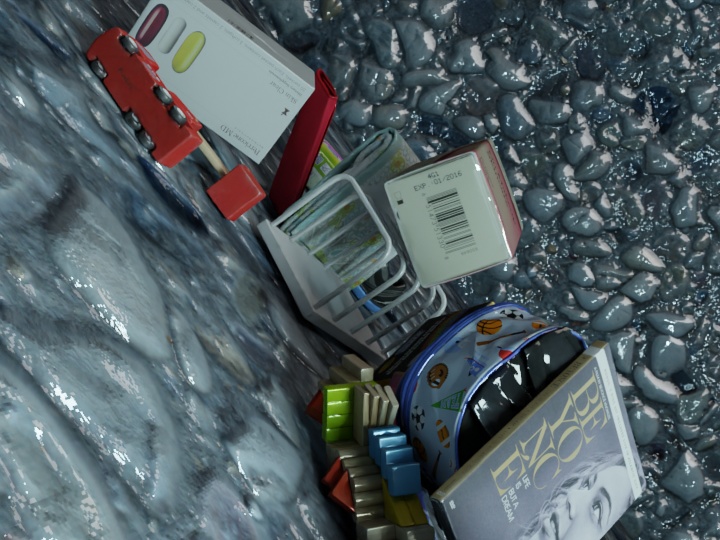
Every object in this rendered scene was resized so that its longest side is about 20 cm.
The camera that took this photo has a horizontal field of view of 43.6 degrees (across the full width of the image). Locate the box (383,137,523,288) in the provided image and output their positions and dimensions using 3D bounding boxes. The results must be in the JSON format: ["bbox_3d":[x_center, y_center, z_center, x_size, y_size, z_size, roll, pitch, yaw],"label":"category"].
[{"bbox_3d":[0.115,-0.073,1.051,0.200,0.109,0.128,-44,114,-71],"label":"box"}]

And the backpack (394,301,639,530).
[{"bbox_3d":[0.121,0.124,0.761,0.154,0.200,0.191,27,-36,42],"label":"backpack"}]

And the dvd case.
[{"bbox_3d":[0.145,0.168,0.688,0.016,0.200,0.149,10,-52,50],"label":"dvd case"}]

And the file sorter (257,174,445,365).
[{"bbox_3d":[0.000,0.000,1.071,0.139,0.124,0.200,61,10,31],"label":"file sorter"}]

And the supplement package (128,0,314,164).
[{"bbox_3d":[-0.165,-0.241,1.059,0.200,0.111,0.156,35,15,-14],"label":"supplement package"}]

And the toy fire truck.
[{"bbox_3d":[-0.189,-0.150,0.937,0.200,0.049,0.141,55,8,11],"label":"toy fire truck"}]

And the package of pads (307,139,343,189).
[{"bbox_3d":[-0.047,-0.157,1.663,0.155,0.068,0.200,51,10,-11],"label":"package of pads"}]

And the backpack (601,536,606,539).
[{"bbox_3d":[0.228,0.327,1.068,0.163,0.154,0.200,-112,-175,-51],"label":"backpack"}]

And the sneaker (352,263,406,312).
[{"bbox_3d":[-0.002,-0.020,1.319,0.200,0.083,0.071,47,10,-35],"label":"sneaker"}]

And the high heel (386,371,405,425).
[{"bbox_3d":[0.049,0.201,0.921,0.096,0.067,0.200,-56,132,-35],"label":"high heel"}]

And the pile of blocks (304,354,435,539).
[{"bbox_3d":[-0.003,0.143,0.715,0.200,0.062,0.082,-120,-146,-48],"label":"pile of blocks"}]

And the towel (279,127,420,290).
[{"bbox_3d":[0.006,-0.075,1.192,0.171,0.200,0.048,46,6,-50],"label":"towel"}]

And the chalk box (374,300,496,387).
[{"bbox_3d":[0.099,0.130,1.016,0.124,0.125,0.200,51,-23,-5],"label":"chalk box"}]

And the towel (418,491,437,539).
[{"bbox_3d":[0.065,0.237,0.756,0.145,0.024,0.200,68,-5,-47],"label":"towel"}]

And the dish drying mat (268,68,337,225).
[{"bbox_3d":[-0.075,-0.157,1.173,0.018,0.200,0.077,2,39,-29],"label":"dish drying mat"}]
